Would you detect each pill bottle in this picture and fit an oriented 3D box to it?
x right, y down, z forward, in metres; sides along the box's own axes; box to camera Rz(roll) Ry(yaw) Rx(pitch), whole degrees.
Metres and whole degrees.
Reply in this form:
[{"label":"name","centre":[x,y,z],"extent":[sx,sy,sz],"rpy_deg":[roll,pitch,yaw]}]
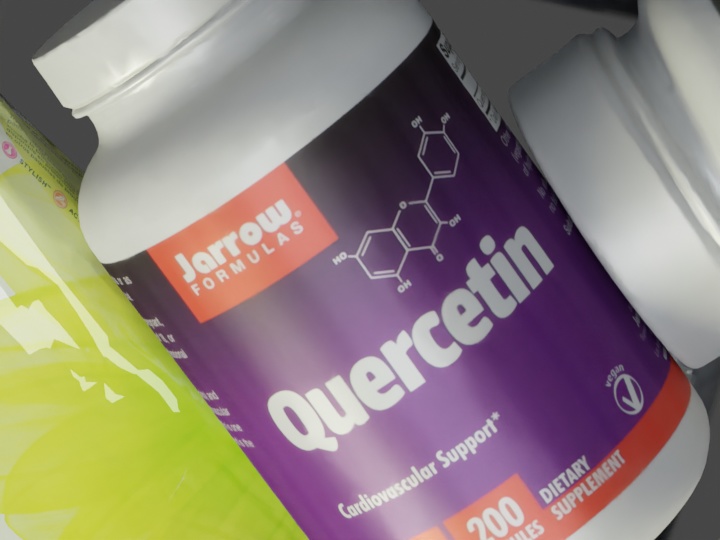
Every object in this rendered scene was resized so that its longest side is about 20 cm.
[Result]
[{"label":"pill bottle","centre":[0.000,0.000,0.791],"extent":[0.112,0.113,0.200],"rpy_deg":[-35,102,11]},{"label":"pill bottle","centre":[0.149,-0.065,0.797],"extent":[0.199,0.114,0.114],"rpy_deg":[-34,115,10]}]

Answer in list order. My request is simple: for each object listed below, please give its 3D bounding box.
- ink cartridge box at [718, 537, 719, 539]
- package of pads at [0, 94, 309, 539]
[{"label":"ink cartridge box","centre":[0.175,0.077,0.796],"extent":[0.050,0.200,0.161],"rpy_deg":[45,80,-19]},{"label":"package of pads","centre":[-0.116,0.044,0.841],"extent":[0.154,0.068,0.200],"rpy_deg":[-42,113,9]}]
